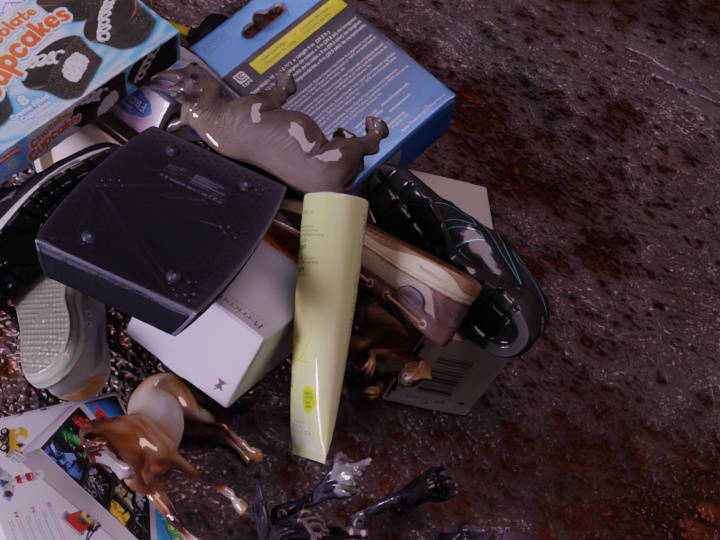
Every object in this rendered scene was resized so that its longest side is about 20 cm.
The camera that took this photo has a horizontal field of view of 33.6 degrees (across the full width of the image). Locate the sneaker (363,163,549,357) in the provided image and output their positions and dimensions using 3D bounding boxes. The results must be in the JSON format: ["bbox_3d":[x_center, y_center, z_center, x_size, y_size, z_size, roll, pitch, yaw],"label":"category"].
[{"bbox_3d":[0.081,-0.012,1.006,0.200,0.075,0.079,50,36,11],"label":"sneaker"}]

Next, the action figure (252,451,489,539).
[{"bbox_3d":[-0.005,0.196,0.884,0.199,0.102,0.119,-8,66,-34],"label":"action figure"}]

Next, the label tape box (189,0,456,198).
[{"bbox_3d":[-0.035,-0.162,1.080,0.200,0.063,0.144,43,69,14],"label":"label tape box"}]

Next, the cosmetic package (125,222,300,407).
[{"bbox_3d":[-0.093,0.024,0.975,0.101,0.071,0.200,35,24,7],"label":"cosmetic package"}]

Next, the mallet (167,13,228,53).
[{"bbox_3d":[-0.227,-0.273,1.258,0.199,0.041,0.066,25,43,2],"label":"mallet"}]

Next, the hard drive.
[{"bbox_3d":[-0.143,-0.032,0.880,0.134,0.042,0.200,24,33,2],"label":"hard drive"}]

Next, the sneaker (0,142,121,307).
[{"bbox_3d":[-0.277,-0.047,0.943,0.200,0.076,0.088,-40,54,-12],"label":"sneaker"}]

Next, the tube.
[{"bbox_3d":[-0.029,0.042,0.902,0.052,0.201,0.058,4,-5,21],"label":"tube"}]

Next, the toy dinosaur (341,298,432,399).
[{"bbox_3d":[0.013,0.056,1.016,0.060,0.106,0.200,51,7,-36],"label":"toy dinosaur"}]

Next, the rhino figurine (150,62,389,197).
[{"bbox_3d":[-0.083,-0.120,0.979,0.199,0.060,0.088,25,56,3],"label":"rhino figurine"}]

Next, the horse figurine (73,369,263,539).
[{"bbox_3d":[-0.135,0.123,0.882,0.132,0.050,0.200,39,24,-10],"label":"horse figurine"}]

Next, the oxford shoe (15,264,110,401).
[{"bbox_3d":[-0.230,0.035,0.942,0.058,0.075,0.200,47,13,-33],"label":"oxford shoe"}]

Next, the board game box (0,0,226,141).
[{"bbox_3d":[-0.208,-0.189,1.113,0.199,0.041,0.200,36,18,16],"label":"board game box"}]

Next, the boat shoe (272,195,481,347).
[{"bbox_3d":[0.000,0.000,0.966,0.199,0.072,0.072,27,6,24],"label":"boat shoe"}]

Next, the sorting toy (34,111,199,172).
[{"bbox_3d":[-0.170,-0.081,1.067,0.200,0.107,0.180,36,33,16],"label":"sorting toy"}]

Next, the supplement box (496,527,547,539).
[{"bbox_3d":[0.108,0.300,0.834,0.085,0.111,0.201,22,44,-7],"label":"supplement box"}]

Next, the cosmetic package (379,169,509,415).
[{"bbox_3d":[0.069,0.017,1.085,0.087,0.104,0.201,13,44,-17],"label":"cosmetic package"}]

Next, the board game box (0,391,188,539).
[{"bbox_3d":[-0.194,0.185,0.843,0.126,0.035,0.200,-11,55,-36],"label":"board game box"}]

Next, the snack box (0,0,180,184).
[{"bbox_3d":[-0.259,-0.164,0.972,0.116,0.037,0.200,39,63,19],"label":"snack box"}]
